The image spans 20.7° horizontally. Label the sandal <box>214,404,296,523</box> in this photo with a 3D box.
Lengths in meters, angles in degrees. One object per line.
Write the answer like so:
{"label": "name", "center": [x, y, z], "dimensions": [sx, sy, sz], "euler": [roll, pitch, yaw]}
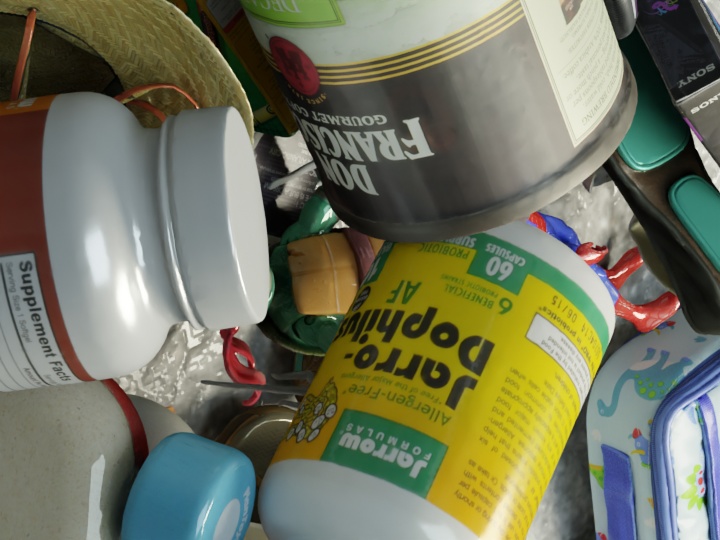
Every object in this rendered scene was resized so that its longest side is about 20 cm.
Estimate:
{"label": "sandal", "center": [-0.050, 0.169, 1.017], "dimensions": [0.080, 0.054, 0.201], "euler": [6, 98, -43]}

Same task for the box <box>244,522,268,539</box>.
{"label": "box", "center": [-0.051, 0.217, 0.934], "dimensions": [0.095, 0.078, 0.200], "euler": [13, 129, -13]}

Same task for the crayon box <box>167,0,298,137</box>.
{"label": "crayon box", "center": [-0.020, -0.176, 0.918], "dimensions": [0.200, 0.058, 0.119], "euler": [-53, 132, -20]}

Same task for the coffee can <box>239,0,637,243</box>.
{"label": "coffee can", "center": [0.018, -0.134, 0.822], "dimensions": [0.146, 0.146, 0.200], "euler": [-43, 127, -25]}

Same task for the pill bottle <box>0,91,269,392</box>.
{"label": "pill bottle", "center": [-0.141, -0.009, 0.766], "dimensions": [0.199, 0.112, 0.113], "euler": [-8, 115, 5]}

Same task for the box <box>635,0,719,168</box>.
{"label": "box", "center": [0.193, -0.106, 1.084], "dimensions": [0.036, 0.143, 0.200], "euler": [-30, 146, 16]}

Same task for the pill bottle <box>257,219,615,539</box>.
{"label": "pill bottle", "center": [0.024, 0.080, 0.843], "dimensions": [0.113, 0.113, 0.200], "euler": [49, 57, -39]}

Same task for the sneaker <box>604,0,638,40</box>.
{"label": "sneaker", "center": [0.089, -0.196, 0.928], "dimensions": [0.200, 0.074, 0.088], "euler": [48, 63, -40]}

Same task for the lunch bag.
{"label": "lunch bag", "center": [0.213, 0.125, 1.214], "dimensions": [0.161, 0.082, 0.201], "euler": [-28, 124, -33]}

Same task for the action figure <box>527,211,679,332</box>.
{"label": "action figure", "center": [0.104, -0.018, 1.099], "dimensions": [0.200, 0.066, 0.052], "euler": [20, 123, -44]}

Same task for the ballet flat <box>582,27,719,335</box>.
{"label": "ballet flat", "center": [0.161, -0.049, 1.105], "dimensions": [0.068, 0.068, 0.200], "euler": [-22, 82, -37]}

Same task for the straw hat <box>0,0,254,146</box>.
{"label": "straw hat", "center": [-0.144, -0.086, 0.829], "dimensions": [0.201, 0.201, 0.085], "euler": [51, 26, -39]}

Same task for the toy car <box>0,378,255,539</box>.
{"label": "toy car", "center": [-0.127, 0.122, 0.888], "dimensions": [0.200, 0.184, 0.177], "euler": [6, 100, -72]}

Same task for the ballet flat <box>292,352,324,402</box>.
{"label": "ballet flat", "center": [0.043, 0.031, 1.067], "dimensions": [0.200, 0.068, 0.073], "euler": [-8, 89, -37]}

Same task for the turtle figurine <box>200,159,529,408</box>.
{"label": "turtle figurine", "center": [0.000, 0.000, 0.963], "dimensions": [0.199, 0.101, 0.150], "euler": [-6, 86, -26]}

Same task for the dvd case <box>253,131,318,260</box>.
{"label": "dvd case", "center": [-0.058, -0.104, 0.956], "dimensions": [0.148, 0.016, 0.201], "euler": [15, 91, -45]}

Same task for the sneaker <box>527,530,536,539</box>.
{"label": "sneaker", "center": [0.057, 0.235, 1.121], "dimensions": [0.099, 0.075, 0.201], "euler": [3, 100, -44]}
